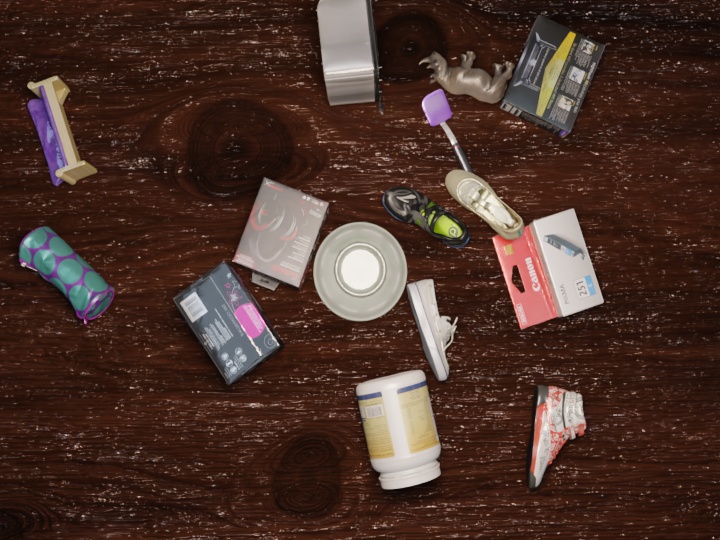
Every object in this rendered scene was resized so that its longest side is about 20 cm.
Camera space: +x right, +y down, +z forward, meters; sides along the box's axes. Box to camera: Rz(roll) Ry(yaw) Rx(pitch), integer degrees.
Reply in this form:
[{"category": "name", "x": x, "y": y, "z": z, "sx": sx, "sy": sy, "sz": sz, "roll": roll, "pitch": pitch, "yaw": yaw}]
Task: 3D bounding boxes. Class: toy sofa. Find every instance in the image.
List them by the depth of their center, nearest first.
[{"category": "toy sofa", "x": -0.622, "y": -0.281, "z": 1.656, "sx": 0.095, "sy": 0.083, "sz": 0.205, "roll": -19, "pitch": 85, "yaw": -4}]

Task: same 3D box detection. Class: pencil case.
[{"category": "pencil case", "x": -0.591, "y": 0.009, "z": 1.629, "sx": 0.199, "sy": 0.085, "sz": 0.093, "roll": 41, "pitch": 70, "yaw": 3}]

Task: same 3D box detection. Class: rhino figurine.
[{"category": "rhino figurine", "x": 0.216, "y": -0.407, "z": 1.690, "sx": 0.195, "sy": 0.060, "sz": 0.090, "roll": 15, "pitch": 90, "yaw": 3}]

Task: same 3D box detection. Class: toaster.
[{"category": "toaster", "x": -0.018, "y": -0.433, "z": 1.632, "sx": 0.115, "sy": 0.181, "sz": 0.206, "roll": -7, "pitch": 84, "yaw": 2}]

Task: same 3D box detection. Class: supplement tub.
[{"category": "supplement tub", "x": 0.077, "y": 0.308, "z": 1.580, "sx": 0.141, "sy": 0.144, "sz": 0.205, "roll": -12, "pitch": 85, "yaw": -2}]

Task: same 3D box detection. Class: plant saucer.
[{"category": "plant saucer", "x": 0.000, "y": 0.000, "z": 1.655, "sx": 0.194, "sy": 0.050, "sz": 0.206, "roll": 0, "pitch": 85, "yaw": -1}]

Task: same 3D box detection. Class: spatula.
[{"category": "spatula", "x": 0.189, "y": -0.277, "z": 1.696, "sx": 0.056, "sy": 0.021, "sz": 0.204, "roll": -25, "pitch": 86, "yaw": -4}]

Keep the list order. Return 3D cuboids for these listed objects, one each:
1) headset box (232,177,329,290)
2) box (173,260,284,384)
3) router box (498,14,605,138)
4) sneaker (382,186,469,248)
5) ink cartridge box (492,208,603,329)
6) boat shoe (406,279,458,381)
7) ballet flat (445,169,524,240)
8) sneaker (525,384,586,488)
[{"category": "headset box", "x": -0.162, "y": -0.063, "z": 1.645, "sx": 0.145, "sy": 0.075, "sz": 0.204, "roll": 21, "pitch": 85, "yaw": 1}, {"category": "box", "x": -0.258, "y": 0.105, "z": 1.610, "sx": 0.131, "sy": 0.115, "sz": 0.202, "roll": -35, "pitch": 85, "yaw": -2}, {"category": "router box", "x": 0.398, "y": -0.404, "z": 1.694, "sx": 0.154, "sy": 0.052, "sz": 0.204, "roll": 25, "pitch": 85, "yaw": 1}, {"category": "sneaker", "x": 0.138, "y": -0.115, "z": 1.650, "sx": 0.197, "sy": 0.083, "sz": 0.072, "roll": 30, "pitch": 85, "yaw": 2}, {"category": "ink cartridge box", "x": 0.383, "y": -0.002, "z": 1.662, "sx": 0.172, "sy": 0.045, "sz": 0.205, "roll": -17, "pitch": 85, "yaw": -3}, {"category": "boat shoe", "x": 0.161, "y": 0.114, "z": 1.640, "sx": 0.084, "sy": 0.075, "sz": 0.207, "roll": -16, "pitch": 76, "yaw": -4}, {"category": "ballet flat", "x": 0.251, "y": -0.139, "z": 1.647, "sx": 0.199, "sy": 0.070, "sz": 0.070, "roll": 39, "pitch": 86, "yaw": 12}, {"category": "sneaker", "x": 0.392, "y": 0.337, "z": 1.619, "sx": 0.105, "sy": 0.067, "sz": 0.207, "roll": 8, "pitch": 82, "yaw": 3}]
